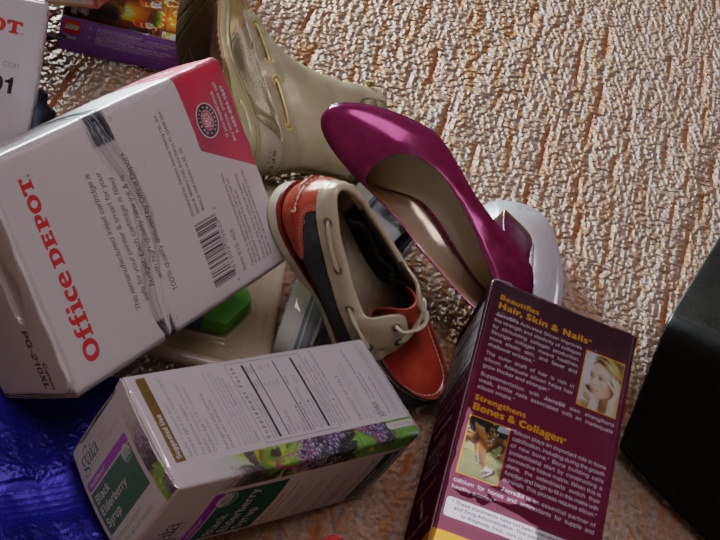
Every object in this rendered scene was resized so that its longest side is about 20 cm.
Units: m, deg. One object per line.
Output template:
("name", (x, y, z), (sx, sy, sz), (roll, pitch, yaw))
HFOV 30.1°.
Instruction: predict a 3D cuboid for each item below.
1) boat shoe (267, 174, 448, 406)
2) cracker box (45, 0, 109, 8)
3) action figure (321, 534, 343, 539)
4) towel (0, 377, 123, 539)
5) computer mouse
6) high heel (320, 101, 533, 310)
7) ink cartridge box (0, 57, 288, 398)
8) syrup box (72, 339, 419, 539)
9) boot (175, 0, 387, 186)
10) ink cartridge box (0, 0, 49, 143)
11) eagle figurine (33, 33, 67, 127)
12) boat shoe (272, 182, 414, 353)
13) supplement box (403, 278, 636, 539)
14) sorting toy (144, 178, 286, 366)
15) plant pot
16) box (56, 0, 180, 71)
("boat shoe", (0.011, 0.018, 0.913), (0.071, 0.062, 0.201), (-52, 123, -33))
("cracker box", (-0.258, -0.266, 1.067), (0.198, 0.058, 0.134), (9, 36, 23))
("action figure", (0.038, 0.240, 0.811), (0.065, 0.052, 0.200), (-28, 62, -34))
("towel", (-0.171, 0.153, 0.798), (0.146, 0.050, 0.201), (-10, 55, -28))
("computer mouse", (0.125, 0.009, 1.050), (0.108, 0.044, 0.202), (10, 48, -12))
("high heel", (0.046, -0.039, 0.971), (0.200, 0.067, 0.096), (41, 36, -19))
("ink cartridge box", (-0.156, -0.029, 0.842), (0.199, 0.084, 0.146), (-35, 111, -44))
("syrup box", (-0.068, 0.106, 0.828), (0.199, 0.079, 0.082), (-7, 55, -45))
("boot", (-0.061, -0.157, 1.077), (0.154, 0.073, 0.202), (5, 56, -35))
("ink cartridge box", (-0.289, -0.085, 0.866), (0.144, 0.086, 0.203), (9, 88, -14))
("eagle figurine", (-0.323, -0.151, 0.975), (0.199, 0.150, 0.153), (29, 82, -37))
("boat shoe", (0.000, 0.000, 0.988), (0.071, 0.070, 0.201), (26, 43, 6))
("supplement box", (0.105, 0.123, 0.889), (0.109, 0.086, 0.202), (21, 57, -4))
("sorting toy", (-0.142, -0.020, 0.972), (0.183, 0.037, 0.202), (15, 46, -10))
("plant pot", (0.302, 0.088, 0.963), (0.176, 0.201, 0.200), (26, 44, 18))
("box", (-0.180, -0.255, 1.161), (0.135, 0.039, 0.202), (11, 47, -14))
